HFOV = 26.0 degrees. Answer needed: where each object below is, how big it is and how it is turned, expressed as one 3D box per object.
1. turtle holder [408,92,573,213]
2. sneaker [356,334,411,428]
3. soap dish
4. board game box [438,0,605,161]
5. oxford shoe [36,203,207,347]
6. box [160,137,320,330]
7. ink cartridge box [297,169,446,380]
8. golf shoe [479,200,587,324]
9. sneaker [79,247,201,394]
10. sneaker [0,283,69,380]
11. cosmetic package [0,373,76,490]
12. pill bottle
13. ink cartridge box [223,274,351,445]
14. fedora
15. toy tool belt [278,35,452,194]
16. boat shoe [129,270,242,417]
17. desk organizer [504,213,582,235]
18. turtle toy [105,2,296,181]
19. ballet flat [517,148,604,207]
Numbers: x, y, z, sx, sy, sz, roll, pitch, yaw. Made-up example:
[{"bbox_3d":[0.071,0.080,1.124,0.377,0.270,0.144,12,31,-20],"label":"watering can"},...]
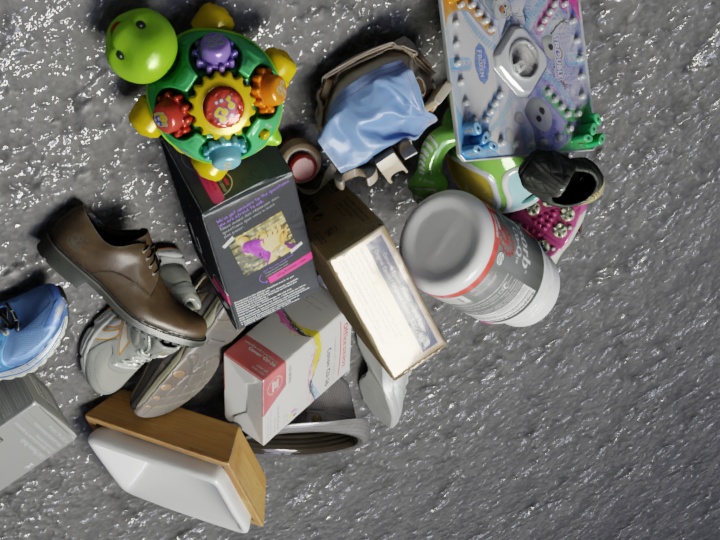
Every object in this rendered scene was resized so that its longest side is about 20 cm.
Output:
[{"bbox_3d":[0.153,-0.130,1.733,0.185,0.140,0.133,-42,139,-45],"label":"turtle holder"},{"bbox_3d":[0.049,0.125,2.030,0.088,0.075,0.201,-32,145,-24],"label":"sneaker"},{"bbox_3d":[-0.210,0.221,1.831,0.082,0.198,0.158,-62,153,-27],"label":"soap dish"},{"bbox_3d":[0.173,-0.223,1.645,0.198,0.203,0.026,-7,180,-36],"label":"board game box"},{"bbox_3d":[-0.228,0.006,1.599,0.199,0.073,0.085,38,100,-20],"label":"oxford shoe"},{"bbox_3d":[-0.124,-0.055,1.630,0.105,0.123,0.201,-25,143,-11],"label":"box"},{"bbox_3d":[0.000,0.000,1.688,0.075,0.200,0.166,-32,118,-5],"label":"ink cartridge box"},{"bbox_3d":[0.206,-0.023,1.862,0.200,0.075,0.091,-51,157,24],"label":"golf shoe"},{"bbox_3d":[-0.242,0.075,1.709,0.075,0.092,0.201,3,130,-42],"label":"sneaker"},{"bbox_3d":[-0.390,0.074,1.599,0.199,0.079,0.089,-32,147,-4],"label":"sneaker"},{"bbox_3d":[-0.427,0.191,1.697,0.199,0.090,0.107,-38,148,-2],"label":"cosmetic package"},{"bbox_3d":[0.137,-0.007,1.726,0.116,0.116,0.199,-45,147,13],"label":"pill bottle"},{"bbox_3d":[-0.071,0.096,1.835,0.200,0.067,0.117,-41,149,-35],"label":"ink cartridge box"},{"bbox_3d":[-0.086,0.175,1.927,0.197,0.091,0.177,-2,162,-11],"label":"fedora"},{"bbox_3d":[0.002,-0.147,1.617,0.199,0.123,0.125,-38,119,4],"label":"toy tool belt"},{"bbox_3d":[-0.196,0.079,1.770,0.200,0.073,0.074,-49,148,9],"label":"boat shoe"},{"bbox_3d":[0.172,-0.056,1.911,0.198,0.077,0.072,-23,143,-16],"label":"desk organizer"},{"bbox_3d":[-0.153,-0.174,1.464,0.199,0.101,0.146,33,96,-20],"label":"turtle toy"},{"bbox_3d":[0.224,-0.089,1.688,0.067,0.057,0.199,-49,158,16],"label":"ballet flat"}]
